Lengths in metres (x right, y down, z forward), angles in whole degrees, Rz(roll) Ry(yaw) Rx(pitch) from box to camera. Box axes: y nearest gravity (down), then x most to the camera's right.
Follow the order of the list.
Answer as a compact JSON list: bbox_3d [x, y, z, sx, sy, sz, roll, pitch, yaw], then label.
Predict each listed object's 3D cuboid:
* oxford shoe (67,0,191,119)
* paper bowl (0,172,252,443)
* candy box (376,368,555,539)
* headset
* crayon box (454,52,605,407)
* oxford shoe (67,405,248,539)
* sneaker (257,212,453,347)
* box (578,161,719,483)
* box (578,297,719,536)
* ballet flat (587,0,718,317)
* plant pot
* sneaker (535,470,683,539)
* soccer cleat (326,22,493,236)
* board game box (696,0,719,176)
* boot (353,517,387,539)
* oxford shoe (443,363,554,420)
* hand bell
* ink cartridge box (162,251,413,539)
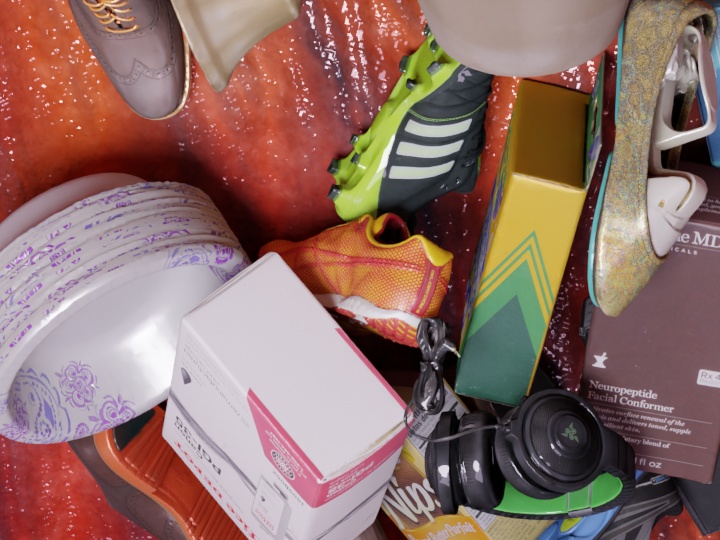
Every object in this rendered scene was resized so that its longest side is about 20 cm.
[{"bbox_3d":[-0.160,-0.174,1.603,0.071,0.073,0.201,-13,120,14],"label":"oxford shoe"},{"bbox_3d":[-0.175,0.015,1.670,0.200,0.105,0.201,-26,155,-13],"label":"paper bowl"},{"bbox_3d":[0.064,0.155,1.757,0.200,0.055,0.115,50,155,-22],"label":"candy box"},{"bbox_3d":[0.093,0.102,1.609,0.123,0.095,0.200,-15,151,32],"label":"headset"},{"bbox_3d":[0.108,-0.031,1.628,0.051,0.126,0.201,13,122,-1],"label":"crayon box"},{"bbox_3d":[-0.132,0.163,1.826,0.072,0.071,0.200,-10,128,46],"label":"oxford shoe"},{"bbox_3d":[0.000,0.000,1.653,0.073,0.200,0.077,31,80,-32],"label":"sneaker"},{"bbox_3d":[0.197,0.033,1.636,0.099,0.075,0.201,9,122,5],"label":"box"},{"bbox_3d":[0.277,0.067,1.715,0.199,0.048,0.194,-23,114,21],"label":"box"},{"bbox_3d":[0.179,-0.071,1.523,0.070,0.071,0.201,8,80,2],"label":"ballet flat"},{"bbox_3d":[0.095,-0.217,1.484,0.199,0.201,0.174,-1,131,7],"label":"plant pot"},{"bbox_3d":[0.150,0.205,1.700,0.083,0.200,0.071,48,158,-17],"label":"sneaker"},{"bbox_3d":[0.054,-0.097,1.636,0.081,0.068,0.200,24,129,-19],"label":"soccer cleat"},{"bbox_3d":[0.310,-0.124,1.591,0.199,0.047,0.152,-10,120,13],"label":"board game box"},{"bbox_3d":[-0.001,0.250,1.821,0.200,0.064,0.187,54,143,20],"label":"boot"},{"bbox_3d":[0.124,0.131,1.774,0.071,0.071,0.200,-9,126,47],"label":"oxford shoe"},{"bbox_3d":[-0.018,-0.197,1.580,0.199,0.104,0.104,-23,117,5],"label":"hand bell"},{"bbox_3d":[-0.051,0.102,1.673,0.147,0.083,0.200,48,157,15],"label":"ink cartridge box"}]
